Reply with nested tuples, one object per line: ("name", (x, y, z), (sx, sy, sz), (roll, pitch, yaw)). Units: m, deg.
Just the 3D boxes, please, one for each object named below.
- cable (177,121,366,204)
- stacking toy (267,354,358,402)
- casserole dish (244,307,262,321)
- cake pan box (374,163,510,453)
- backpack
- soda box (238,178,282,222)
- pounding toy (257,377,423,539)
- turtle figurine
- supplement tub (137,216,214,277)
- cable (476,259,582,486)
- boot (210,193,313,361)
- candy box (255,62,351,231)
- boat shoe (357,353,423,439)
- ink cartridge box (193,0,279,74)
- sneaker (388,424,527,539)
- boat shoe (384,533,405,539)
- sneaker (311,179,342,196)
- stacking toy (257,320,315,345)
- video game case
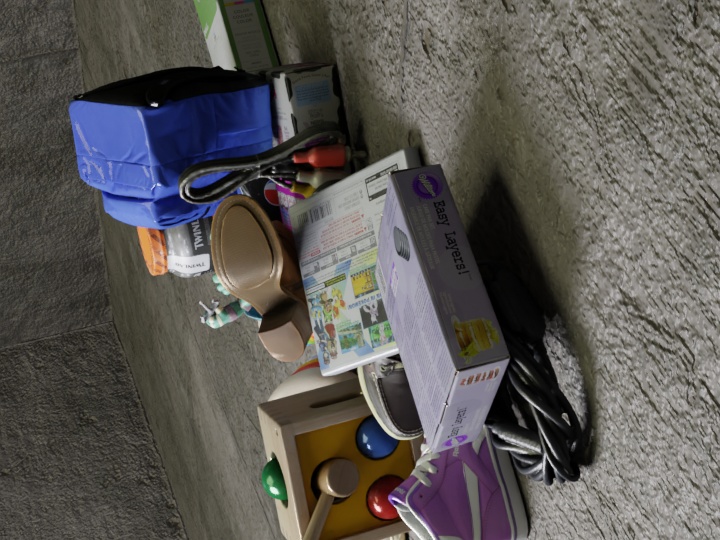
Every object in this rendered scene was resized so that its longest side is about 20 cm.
("cable", (-0.089, -0.105, 1.469), (0.097, 0.199, 0.050), (104, 150, -43))
("stacking toy", (-0.042, 0.153, 1.711), (0.200, 0.146, 0.147), (-91, -6, -70))
("casserole dish", (-0.071, 0.018, 1.667), (0.039, 0.121, 0.200), (38, 166, -22))
("cake pan box", (0.063, 0.038, 1.186), (0.200, 0.052, 0.185), (97, 160, -62))
("backpack", (-0.200, -0.143, 1.559), (0.162, 0.200, 0.168), (17, 120, 40))
("soda box", (-0.127, -0.127, 1.701), (0.200, 0.071, 0.063), (61, 164, -11))
("pounding toy", (-0.026, 0.234, 1.519), (0.142, 0.199, 0.185), (-157, 55, -70))
("turtle figurine", (-0.138, -0.002, 1.646), (0.200, 0.100, 0.150), (-141, 65, -74))
("supplement tub", (-0.184, -0.062, 1.814), (0.123, 0.199, 0.123), (166, 90, -74))
("cable", (0.126, 0.100, 1.167), (0.163, 0.051, 0.200), (97, 154, -51))
("boot", (-0.092, -0.020, 1.486), (0.155, 0.076, 0.200), (-80, -33, -59))
("candy box", (-0.059, -0.132, 1.586), (0.136, 0.061, 0.201), (-154, 52, -69))
("boat shoe", (0.032, 0.075, 1.425), (0.065, 0.073, 0.201), (153, 103, -79))
("ink cartridge box", (-0.157, -0.297, 1.785), (0.104, 0.059, 0.201), (130, 124, -68))
("sneaker", (0.073, 0.165, 1.289), (0.073, 0.114, 0.201), (116, 140, -68))
("boat shoe", (-0.009, 0.264, 1.716), (0.074, 0.069, 0.200), (96, 155, -48))
("sneaker", (0.000, 0.000, 1.489), (0.088, 0.074, 0.201), (38, 147, 58))
("stacking toy", (-0.059, 0.056, 1.723), (0.200, 0.085, 0.086), (173, 84, -68))
("video game case", (0.008, -0.004, 1.381), (0.200, 0.022, 0.183), (-23, 76, 49))
